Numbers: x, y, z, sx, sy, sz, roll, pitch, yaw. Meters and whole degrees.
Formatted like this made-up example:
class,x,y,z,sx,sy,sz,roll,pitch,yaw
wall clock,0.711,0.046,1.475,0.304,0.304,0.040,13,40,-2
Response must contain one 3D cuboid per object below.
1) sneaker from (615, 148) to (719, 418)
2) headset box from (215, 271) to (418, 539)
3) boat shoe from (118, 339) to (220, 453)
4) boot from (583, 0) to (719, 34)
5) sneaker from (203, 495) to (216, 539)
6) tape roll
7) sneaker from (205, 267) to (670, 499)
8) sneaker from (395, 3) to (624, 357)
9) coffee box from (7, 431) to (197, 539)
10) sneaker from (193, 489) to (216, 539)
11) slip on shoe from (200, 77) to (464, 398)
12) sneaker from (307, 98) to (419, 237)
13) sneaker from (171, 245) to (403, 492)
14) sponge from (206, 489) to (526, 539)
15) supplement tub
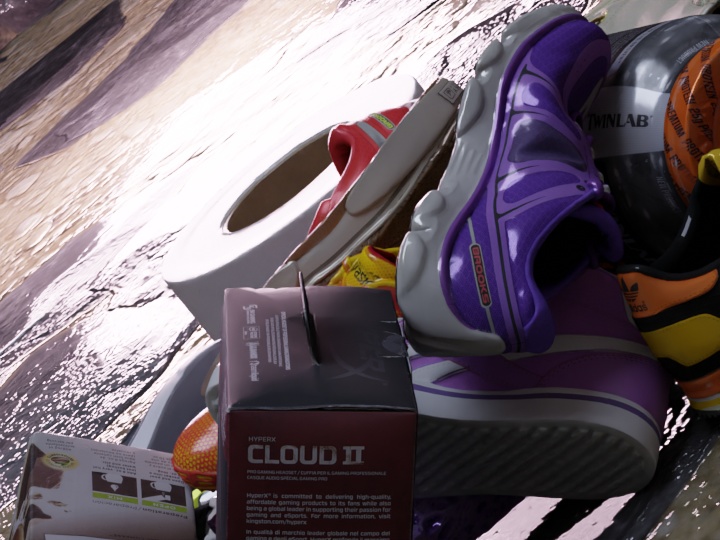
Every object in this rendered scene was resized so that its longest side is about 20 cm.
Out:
class,x,y,z,sx,sy,sz,roll,pitch,yaw
sneaker,0.192,-0.031,1.226,0.200,0.090,0.070,-46,17,-20
headset box,-0.020,0.103,1.131,0.075,0.200,0.149,1,18,-4
boat shoe,-0.111,0.115,1.563,0.066,0.070,0.200,-18,33,48
boot,0.152,-0.101,1.557,0.200,0.072,0.155,-41,18,-10
sneaker,-0.055,0.125,1.361,0.073,0.085,0.200,-21,26,44
tape roll,-0.025,-0.032,1.755,0.202,0.071,0.203,-36,16,12
sneaker,0.038,0.039,1.255,0.200,0.073,0.114,6,51,8
sneaker,0.080,-0.033,1.231,0.083,0.081,0.200,8,49,16
coffee box,-0.118,0.170,1.250,0.200,0.080,0.113,-105,27,-65
sneaker,-0.046,0.067,1.472,0.200,0.081,0.074,-40,-20,-21
slip on shoe,0.000,0.000,1.362,0.200,0.061,0.076,-50,0,13
sneaker,0.015,-0.006,1.448,0.085,0.077,0.200,-9,42,5
sneaker,-0.006,0.031,1.306,0.200,0.077,0.073,-34,32,-9
sponge,0.037,0.079,1.303,0.200,0.030,0.111,-40,34,-19
supplement tub,0.140,-0.055,1.352,0.123,0.123,0.200,-45,16,-21
